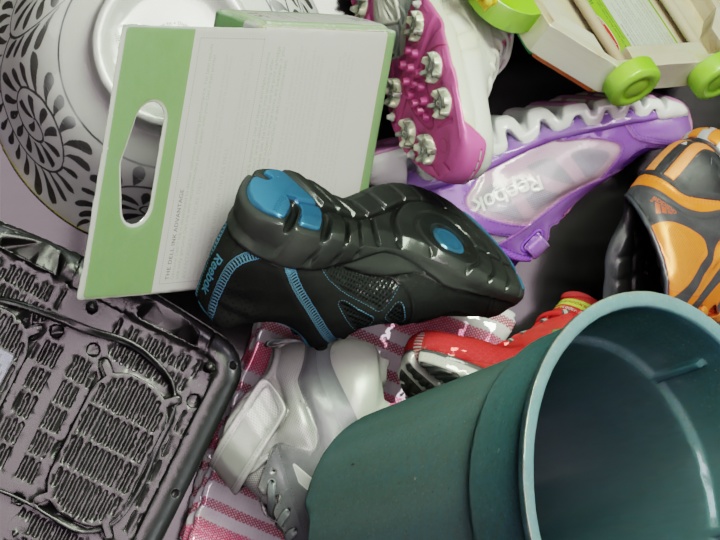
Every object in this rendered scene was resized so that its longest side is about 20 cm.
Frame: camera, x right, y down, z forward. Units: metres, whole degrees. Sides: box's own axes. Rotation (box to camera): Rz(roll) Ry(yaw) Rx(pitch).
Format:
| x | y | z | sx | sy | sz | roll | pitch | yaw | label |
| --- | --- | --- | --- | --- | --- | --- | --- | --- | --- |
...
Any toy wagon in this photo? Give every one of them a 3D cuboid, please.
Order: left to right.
| x | y | z | sx | sy | sz | roll | pitch | yaw | label |
| --- | --- | --- | --- | --- | --- | --- | --- | --- | --- |
| 0.123 | -0.159 | 1.334 | 0.199 | 0.040 | 0.156 | -8 | 58 | -39 | toy wagon |

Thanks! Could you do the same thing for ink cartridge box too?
| x | y | z | sx | sy | sz | roll | pitch | yaw | label |
| --- | --- | --- | --- | --- | --- | --- | --- | --- | --- |
| -0.073 | -0.062 | 1.245 | 0.199 | 0.048 | 0.146 | -3 | 109 | -45 | ink cartridge box |

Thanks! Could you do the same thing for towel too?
| x | y | z | sx | sy | sz | roll | pitch | yaw | label |
| --- | --- | --- | --- | --- | --- | --- | --- | --- | --- |
| -0.006 | 0.090 | 1.347 | 0.146 | 0.030 | 0.201 | 20 | 82 | -8 | towel |

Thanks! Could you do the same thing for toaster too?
| x | y | z | sx | sy | sz | roll | pitch | yaw | label |
| --- | --- | --- | --- | --- | --- | --- | --- | --- | --- |
| -0.175 | 0.074 | 1.275 | 0.180 | 0.119 | 0.201 | 27 | 82 | -7 | toaster |

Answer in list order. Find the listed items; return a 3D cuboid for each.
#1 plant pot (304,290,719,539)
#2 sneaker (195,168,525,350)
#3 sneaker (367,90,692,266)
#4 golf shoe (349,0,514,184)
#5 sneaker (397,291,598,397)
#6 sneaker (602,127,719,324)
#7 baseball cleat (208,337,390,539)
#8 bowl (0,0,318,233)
| x | y | z | sx | sy | sz | roll | pitch | yaw | label |
| --- | --- | --- | --- | --- | --- | --- | --- | --- | --- |
| 0.085 | 0.128 | 1.204 | 0.199 | 0.196 | 0.202 | 14 | 69 | -40 | plant pot |
| 0.000 | 0.000 | 1.265 | 0.199 | 0.073 | 0.082 | 12 | 123 | -38 | sneaker |
| 0.096 | -0.049 | 1.357 | 0.199 | 0.080 | 0.089 | -15 | 96 | -8 | sneaker |
| 0.054 | -0.125 | 1.318 | 0.091 | 0.076 | 0.201 | 6 | 45 | -23 | golf shoe |
| 0.107 | 0.052 | 1.342 | 0.199 | 0.077 | 0.086 | 12 | 72 | -30 | sneaker |
| 0.195 | 0.030 | 1.331 | 0.112 | 0.077 | 0.201 | -37 | 106 | -33 | sneaker |
| -0.031 | 0.137 | 1.298 | 0.106 | 0.070 | 0.201 | 2 | 75 | -6 | baseball cleat |
| -0.107 | -0.117 | 1.317 | 0.199 | 0.094 | 0.202 | 1 | 84 | -10 | bowl |
